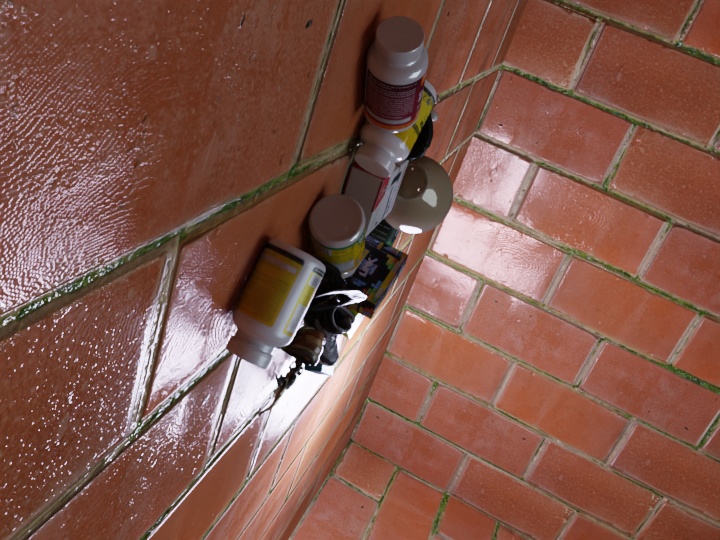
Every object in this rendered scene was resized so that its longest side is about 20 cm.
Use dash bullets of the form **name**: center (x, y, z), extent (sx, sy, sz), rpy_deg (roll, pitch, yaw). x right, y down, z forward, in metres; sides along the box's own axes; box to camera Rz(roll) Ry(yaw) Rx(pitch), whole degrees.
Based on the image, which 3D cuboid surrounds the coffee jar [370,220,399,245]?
- **coffee jar**: center (0.066, -0.117, 1.921), extent (0.202, 0.085, 0.104), rpy_deg (-66, 170, 2)

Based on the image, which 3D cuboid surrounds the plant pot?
- **plant pot**: center (0.128, -0.205, 1.726), extent (0.202, 0.198, 0.134), rpy_deg (-64, 166, -3)

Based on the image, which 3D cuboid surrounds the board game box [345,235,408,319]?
- **board game box**: center (0.000, 0.000, 1.633), extent (0.200, 0.164, 0.057), rpy_deg (-54, 168, -45)

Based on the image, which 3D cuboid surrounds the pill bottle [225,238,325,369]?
- **pill bottle**: center (-0.147, 0.057, 1.170), extent (0.202, 0.111, 0.112), rpy_deg (-64, 170, -5)

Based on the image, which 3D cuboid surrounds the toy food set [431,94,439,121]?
- **toy food set**: center (0.159, -0.363, 1.886), extent (0.144, 0.060, 0.201), rpy_deg (-58, 167, -35)

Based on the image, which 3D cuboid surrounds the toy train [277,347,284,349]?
- **toy train**: center (-0.134, 0.084, 1.509), extent (0.201, 0.041, 0.056), rpy_deg (-61, -178, -17)

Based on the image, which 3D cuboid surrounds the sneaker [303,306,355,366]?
- **sneaker**: center (-0.065, 0.146, 1.600), extent (0.075, 0.113, 0.202), rpy_deg (-43, 128, -40)

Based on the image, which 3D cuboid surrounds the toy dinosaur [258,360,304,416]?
- **toy dinosaur**: center (-0.181, 0.269, 1.697), extent (0.200, 0.047, 0.089), rpy_deg (-52, 171, -40)

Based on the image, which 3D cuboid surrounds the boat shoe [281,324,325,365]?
- **boat shoe**: center (-0.119, 0.160, 1.508), extent (0.074, 0.075, 0.200), rpy_deg (-60, -164, -13)

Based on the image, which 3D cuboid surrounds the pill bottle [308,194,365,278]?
- **pill bottle**: center (-0.045, -0.060, 1.413), extent (0.114, 0.112, 0.201), rpy_deg (-60, 168, -22)

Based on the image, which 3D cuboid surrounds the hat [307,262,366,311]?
- **hat**: center (-0.087, 0.029, 1.379), extent (0.201, 0.198, 0.082), rpy_deg (58, 24, -78)

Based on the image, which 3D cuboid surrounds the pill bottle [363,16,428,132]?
- **pill bottle**: center (0.064, -0.356, 1.267), extent (0.114, 0.112, 0.201), rpy_deg (-60, 169, -25)

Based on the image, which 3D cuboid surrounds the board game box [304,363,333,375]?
- **board game box**: center (-0.099, 0.186, 1.771), extent (0.200, 0.046, 0.153), rpy_deg (65, 30, -77)

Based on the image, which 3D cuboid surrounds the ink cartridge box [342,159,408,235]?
- **ink cartridge box**: center (0.027, -0.182, 1.574), extent (0.200, 0.083, 0.146), rpy_deg (-50, 162, -60)

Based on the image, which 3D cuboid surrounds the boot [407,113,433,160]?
- **boot**: center (0.138, -0.330, 1.667), extent (0.163, 0.072, 0.201), rpy_deg (55, 34, -71)

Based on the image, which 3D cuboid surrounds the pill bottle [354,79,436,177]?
- **pill bottle**: center (0.068, -0.298, 1.424), extent (0.202, 0.111, 0.113), rpy_deg (-63, 170, -10)

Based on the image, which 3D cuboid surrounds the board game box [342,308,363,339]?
- **board game box**: center (-0.022, 0.108, 1.745), extent (0.102, 0.047, 0.200), rpy_deg (-56, 173, -10)
